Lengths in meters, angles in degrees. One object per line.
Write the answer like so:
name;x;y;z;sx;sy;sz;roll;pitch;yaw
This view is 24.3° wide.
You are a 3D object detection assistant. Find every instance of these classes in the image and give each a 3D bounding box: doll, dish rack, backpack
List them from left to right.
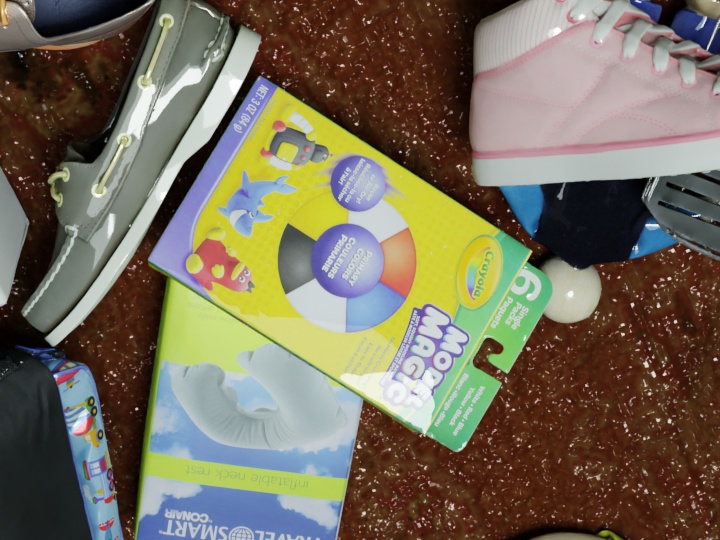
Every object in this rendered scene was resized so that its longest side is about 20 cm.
backpack;-0.249;0.125;0.923;0.198;0.135;0.185;2;115;27
doll;0.142;-0.060;0.912;0.135;0.049;0.202;16;111;-9
dish rack;0.237;-0.092;0.872;0.152;0.055;0.202;16;104;-29

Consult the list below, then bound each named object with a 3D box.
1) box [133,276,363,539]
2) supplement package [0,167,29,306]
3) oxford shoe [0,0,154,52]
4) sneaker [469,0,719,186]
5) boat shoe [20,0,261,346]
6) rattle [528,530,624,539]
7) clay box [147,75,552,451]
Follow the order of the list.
box;-0.063;0.088;0.965;0.120;0.048;0.202;8;112;-6
supplement package;-0.269;-0.065;0.847;0.120;0.120;0.202;-23;112;4
oxford shoe;-0.185;-0.129;0.759;0.198;0.073;0.072;-13;101;-35
sneaker;0.136;-0.099;0.814;0.199;0.075;0.106;-1;98;37
boat shoe;-0.128;-0.054;0.889;0.060;0.072;0.203;31;102;-14
rattle;0.098;0.252;0.999;0.198;0.144;0.131;-19;132;-1
clay box;0.000;0.000;0.890;0.199;0.048;0.116;31;84;-3
